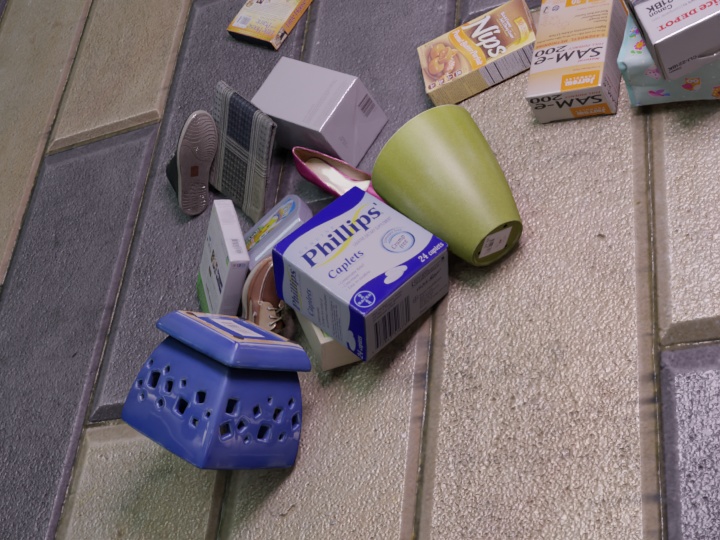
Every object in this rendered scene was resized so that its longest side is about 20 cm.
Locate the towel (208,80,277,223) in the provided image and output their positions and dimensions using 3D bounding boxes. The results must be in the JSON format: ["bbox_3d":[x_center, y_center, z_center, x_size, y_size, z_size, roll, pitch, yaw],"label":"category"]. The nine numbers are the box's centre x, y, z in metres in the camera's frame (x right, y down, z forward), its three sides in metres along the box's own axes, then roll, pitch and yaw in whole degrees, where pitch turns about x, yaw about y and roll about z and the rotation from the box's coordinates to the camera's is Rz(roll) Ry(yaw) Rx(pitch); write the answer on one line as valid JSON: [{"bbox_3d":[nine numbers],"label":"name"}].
[{"bbox_3d":[-0.208,-0.208,1.905,0.192,0.034,0.202,40,130,41],"label":"towel"}]

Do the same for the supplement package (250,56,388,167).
[{"bbox_3d":[-0.076,-0.275,1.876,0.199,0.121,0.120,24,75,41],"label":"supplement package"}]

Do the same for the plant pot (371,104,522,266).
[{"bbox_3d":[0.145,-0.108,1.598,0.187,0.187,0.201,-39,61,5],"label":"plant pot"}]

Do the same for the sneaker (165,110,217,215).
[{"bbox_3d":[-0.319,-0.212,1.968,0.106,0.074,0.202,48,134,46],"label":"sneaker"}]

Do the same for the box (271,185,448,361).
[{"bbox_3d":[0.000,0.000,1.589,0.199,0.106,0.184,33,57,31],"label":"box"}]

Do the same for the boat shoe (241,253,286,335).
[{"bbox_3d":[-0.144,0.070,1.686,0.072,0.075,0.202,34,121,34],"label":"boat shoe"}]

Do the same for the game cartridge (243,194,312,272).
[{"bbox_3d":[-0.139,-0.065,1.773,0.133,0.041,0.200,-39,16,1],"label":"game cartridge"}]

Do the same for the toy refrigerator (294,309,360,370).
[{"bbox_3d":[-0.058,0.052,1.662,0.075,0.070,0.201,-14,46,-14],"label":"toy refrigerator"}]

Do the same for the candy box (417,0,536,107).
[{"bbox_3d":[0.199,-0.361,1.796,0.199,0.055,0.116,-24,50,19],"label":"candy box"}]

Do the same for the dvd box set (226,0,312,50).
[{"bbox_3d":[-0.165,-0.542,2.175,0.146,0.029,0.201,22,74,41],"label":"dvd box set"}]

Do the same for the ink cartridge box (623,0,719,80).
[{"bbox_3d":[0.440,-0.379,1.467,0.143,0.084,0.201,-24,54,15],"label":"ink cartridge box"}]

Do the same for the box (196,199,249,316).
[{"bbox_3d":[-0.227,0.007,1.761,0.145,0.036,0.201,-111,30,-41],"label":"box"}]

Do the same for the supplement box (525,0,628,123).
[{"bbox_3d":[0.338,-0.336,1.674,0.125,0.074,0.202,-5,58,32],"label":"supplement box"}]

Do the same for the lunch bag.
[{"bbox_3d":[0.476,-0.349,1.560,0.169,0.122,0.202,1,57,31],"label":"lunch bag"}]

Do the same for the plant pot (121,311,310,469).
[{"bbox_3d":[-0.199,0.167,1.563,0.199,0.199,0.182,21,98,39],"label":"plant pot"}]

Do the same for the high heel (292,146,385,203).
[{"bbox_3d":[-0.028,-0.156,1.781,0.199,0.096,0.068,27,77,42],"label":"high heel"}]
